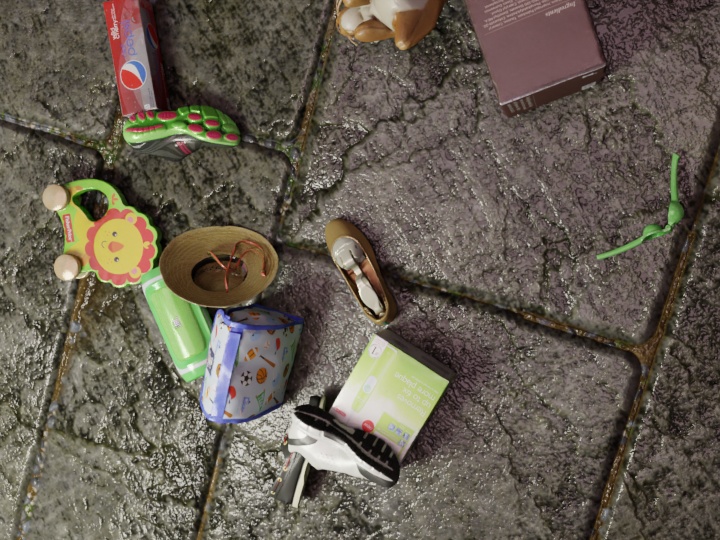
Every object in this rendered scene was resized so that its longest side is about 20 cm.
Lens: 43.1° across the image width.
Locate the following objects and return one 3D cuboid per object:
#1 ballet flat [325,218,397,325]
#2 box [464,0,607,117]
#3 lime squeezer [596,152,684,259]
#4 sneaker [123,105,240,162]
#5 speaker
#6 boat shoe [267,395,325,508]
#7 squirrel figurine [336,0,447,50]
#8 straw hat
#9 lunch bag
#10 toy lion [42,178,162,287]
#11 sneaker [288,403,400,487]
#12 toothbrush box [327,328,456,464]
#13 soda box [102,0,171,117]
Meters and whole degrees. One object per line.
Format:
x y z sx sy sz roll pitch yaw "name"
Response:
0.000 0.000 1.512 0.068 0.063 0.201 -33 85 13 "ballet flat"
0.260 -0.361 1.374 0.163 0.166 0.201 -19 88 13 "box"
0.453 -0.080 1.410 0.070 0.038 0.200 37 102 9 "lime squeezer"
-0.305 -0.234 1.574 0.199 0.084 0.077 2 61 -1 "sneaker"
-0.308 0.088 1.581 0.088 0.088 0.201 -25 87 14 "speaker"
-0.106 0.303 1.550 0.063 0.074 0.203 19 101 5 "boat shoe"
0.056 -0.425 1.432 0.200 0.186 0.142 -37 102 -23 "squirrel figurine"
-0.239 0.018 1.548 0.200 0.201 0.085 23 137 11 "straw hat"
-0.190 0.150 1.497 0.123 0.200 0.171 14 97 12 "lunch bag"
-0.452 -0.067 1.624 0.190 0.069 0.201 -10 91 7 "toy lion"
-0.028 0.292 1.456 0.199 0.074 0.080 28 116 16 "sneaker"
0.043 0.220 1.503 0.145 0.086 0.201 33 102 10 "toothbrush box"
-0.388 -0.369 1.584 0.070 0.063 0.201 -9 90 13 "soda box"
